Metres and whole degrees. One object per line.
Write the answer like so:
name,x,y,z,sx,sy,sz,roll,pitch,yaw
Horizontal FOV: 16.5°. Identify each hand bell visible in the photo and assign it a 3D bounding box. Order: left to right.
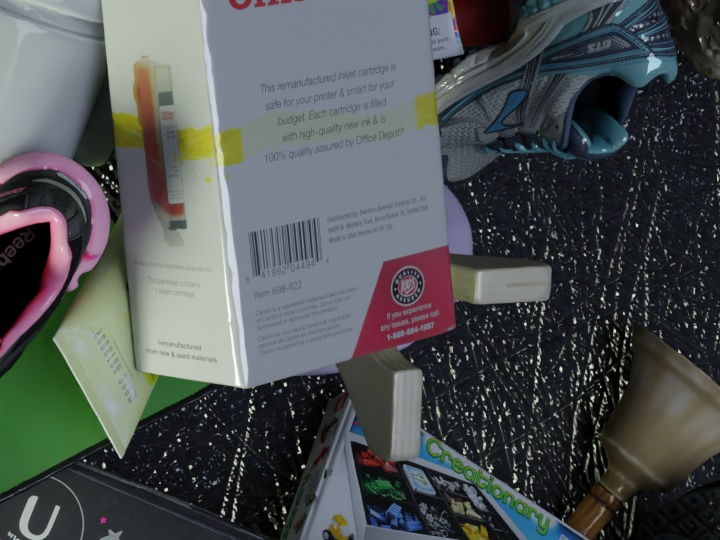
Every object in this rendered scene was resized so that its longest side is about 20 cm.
hand bell,0.143,0.142,1.492,0.104,0.104,0.200,41,88,-32

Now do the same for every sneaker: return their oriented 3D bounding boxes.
sneaker,-0.188,0.036,1.116,0.079,0.095,0.200,35,95,-13
sneaker,0.097,-0.089,1.342,0.077,0.200,0.087,-17,73,-37
sneaker,0.208,0.177,1.498,0.091,0.200,0.076,-31,72,-36

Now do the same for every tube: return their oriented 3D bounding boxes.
tube,-0.101,-0.003,1.224,0.058,0.052,0.201,30,43,-7

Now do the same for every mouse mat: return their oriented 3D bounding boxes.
mouse mat,-0.186,0.037,1.221,0.199,0.161,0.008,-26,156,-27

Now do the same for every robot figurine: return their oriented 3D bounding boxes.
robot figurine,-0.179,-0.102,1.190,0.169,0.113,0.201,13,105,-39

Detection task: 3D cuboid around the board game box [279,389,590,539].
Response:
board game box,0.049,0.170,1.395,0.199,0.035,0.127,34,53,-18

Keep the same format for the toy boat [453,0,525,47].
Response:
toy boat,0.068,-0.183,1.338,0.199,0.130,0.131,-11,105,-31

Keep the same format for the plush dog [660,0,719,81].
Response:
plush dog,0.210,-0.194,1.427,0.159,0.200,0.173,-7,94,2

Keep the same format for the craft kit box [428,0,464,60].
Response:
craft kit box,-0.062,-0.187,1.250,0.199,0.049,0.199,-12,105,2

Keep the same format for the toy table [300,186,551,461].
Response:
toy table,0.000,0.000,1.339,0.199,0.117,0.185,-17,108,-29

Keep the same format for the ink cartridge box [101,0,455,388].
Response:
ink cartridge box,-0.038,-0.059,1.176,0.145,0.083,0.201,-13,102,-42

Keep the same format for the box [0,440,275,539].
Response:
box,-0.098,0.174,1.245,0.199,0.132,0.115,23,86,8
